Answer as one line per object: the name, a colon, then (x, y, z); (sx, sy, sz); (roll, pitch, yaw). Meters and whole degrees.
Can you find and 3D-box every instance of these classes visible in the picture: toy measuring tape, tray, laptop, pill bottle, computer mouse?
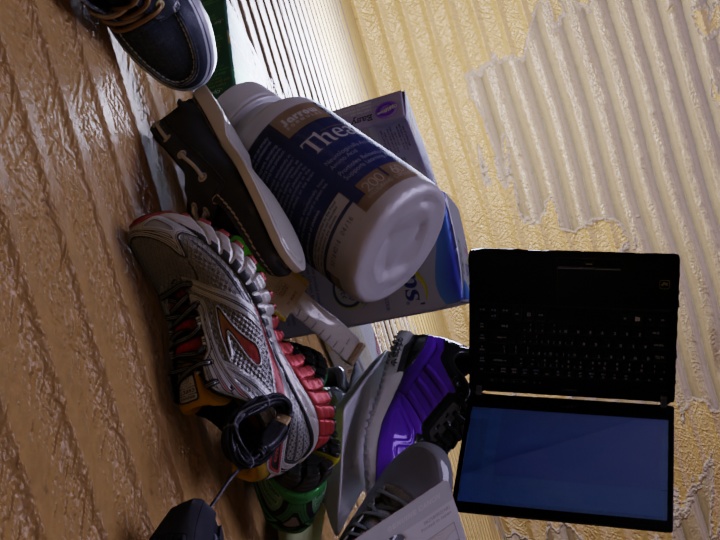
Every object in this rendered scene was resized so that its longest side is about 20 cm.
toy measuring tape: (-0.075, 0.013, 0.840); (0.200, 0.073, 0.074); (42, 28, -38)
tray: (-0.005, 0.142, 0.905); (0.200, 0.022, 0.108); (-39, 133, -75)
laptop: (0.167, 0.091, 0.842); (0.103, 0.176, 0.201); (-36, 127, -71)
pill bottle: (-0.037, -0.072, 0.842); (0.200, 0.111, 0.111); (37, -9, 27)
computer mouse: (-0.076, 0.138, 0.592); (0.059, 0.034, 0.200); (65, 32, -26)

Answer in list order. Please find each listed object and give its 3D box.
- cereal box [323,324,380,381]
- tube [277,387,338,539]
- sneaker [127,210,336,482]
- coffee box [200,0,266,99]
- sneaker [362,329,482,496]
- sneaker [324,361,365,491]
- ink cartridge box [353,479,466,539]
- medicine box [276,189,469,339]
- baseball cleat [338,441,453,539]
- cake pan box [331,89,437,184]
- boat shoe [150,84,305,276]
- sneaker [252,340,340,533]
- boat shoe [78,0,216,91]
cereal box: (-0.017, 0.071, 1.283); (0.144, 0.039, 0.201); (-93, 164, -57)
tube: (-0.047, 0.185, 0.868); (0.058, 0.052, 0.201); (34, 33, -22)
sneaker: (-0.094, 0.050, 0.690); (0.082, 0.078, 0.201); (-37, 97, -41)
coffee box: (-0.122, -0.160, 1.021); (0.123, 0.044, 0.201); (62, 15, -55)
sneaker: (0.063, 0.135, 0.924); (0.070, 0.099, 0.201); (82, 18, -46)
sneaker: (-0.010, 0.144, 1.071); (0.200, 0.075, 0.116); (-56, 133, -75)
ink cartridge box: (0.020, 0.271, 0.770); (0.057, 0.162, 0.201); (11, -55, 60)
medicine box: (0.000, 0.000, 0.977); (0.182, 0.199, 0.104); (9, 69, -81)
baseball cleat: (0.008, 0.217, 0.796); (0.201, 0.069, 0.106); (-63, 151, -14)
cake pan box: (-0.011, -0.090, 1.147); (0.200, 0.183, 0.053); (66, 16, -47)
boat shoe: (-0.101, -0.059, 0.750); (0.200, 0.060, 0.074); (58, 0, 36)
sneaker: (-0.068, 0.122, 0.821); (0.200, 0.078, 0.086); (-103, -155, -58)
boat shoe: (-0.169, -0.195, 0.728); (0.091, 0.070, 0.201); (-93, 158, -52)
